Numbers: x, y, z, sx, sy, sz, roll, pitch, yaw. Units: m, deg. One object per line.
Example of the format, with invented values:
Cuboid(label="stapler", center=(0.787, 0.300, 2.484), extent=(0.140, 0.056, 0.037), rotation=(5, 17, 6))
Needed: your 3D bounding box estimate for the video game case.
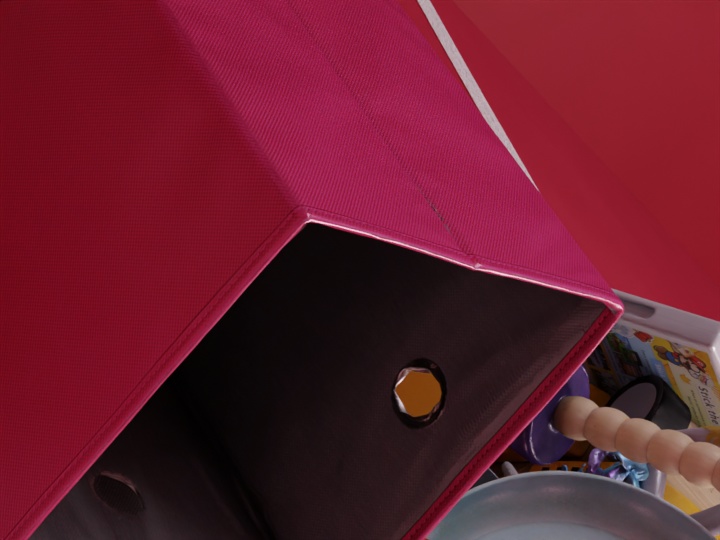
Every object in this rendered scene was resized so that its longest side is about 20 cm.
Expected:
Cuboid(label="video game case", center=(0.173, 0.074, 1.797), extent=(0.181, 0.023, 0.200), rotation=(19, -28, 34))

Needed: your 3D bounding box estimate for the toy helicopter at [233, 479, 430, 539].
Cuboid(label="toy helicopter", center=(-0.043, 0.122, 1.207), extent=(0.200, 0.079, 0.132), rotation=(40, 12, 7))

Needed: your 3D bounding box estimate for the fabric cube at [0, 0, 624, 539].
Cuboid(label="fabric cube", center=(-0.062, -0.003, 1.081), extent=(0.200, 0.196, 0.200), rotation=(15, 33, -49))

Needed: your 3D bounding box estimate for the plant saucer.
Cuboid(label="plant saucer", center=(0.099, 0.189, 1.307), extent=(0.200, 0.200, 0.027), rotation=(54, -26, 17))

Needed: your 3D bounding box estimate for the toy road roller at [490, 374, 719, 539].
Cuboid(label="toy road roller", center=(0.145, 0.158, 1.778), extent=(0.123, 0.146, 0.200), rotation=(45, -26, -23))

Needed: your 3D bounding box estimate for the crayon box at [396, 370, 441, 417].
Cuboid(label="crayon box", center=(-0.012, 0.025, 1.272), extent=(0.127, 0.200, 0.051), rotation=(48, 11, -9))

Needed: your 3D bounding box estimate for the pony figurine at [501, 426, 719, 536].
Cuboid(label="pony figurine", center=(0.134, 0.167, 1.429), extent=(0.167, 0.199, 0.194), rotation=(50, 39, -44))

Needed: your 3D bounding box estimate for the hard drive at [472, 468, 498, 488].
Cuboid(label="hard drive", center=(0.050, 0.135, 1.580), extent=(0.200, 0.042, 0.135), rotation=(44, 12, -32))

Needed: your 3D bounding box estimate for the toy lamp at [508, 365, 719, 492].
Cuboid(label="toy lamp", center=(0.139, 0.086, 1.378), extent=(0.199, 0.058, 0.058), rotation=(20, -9, 35))
